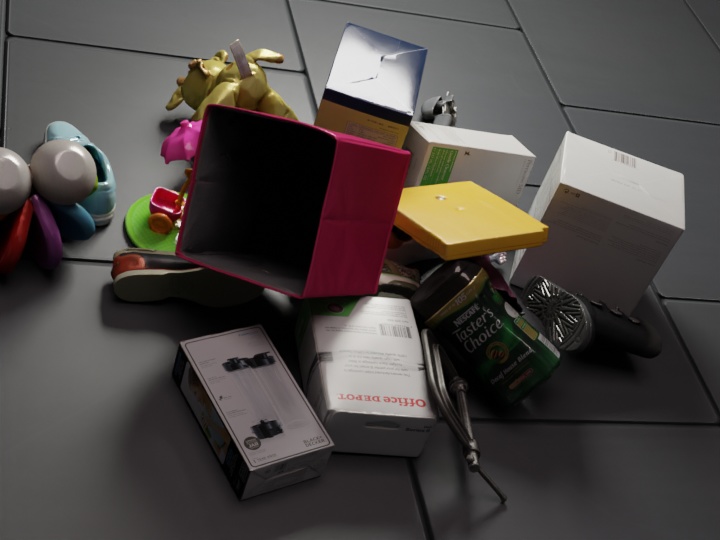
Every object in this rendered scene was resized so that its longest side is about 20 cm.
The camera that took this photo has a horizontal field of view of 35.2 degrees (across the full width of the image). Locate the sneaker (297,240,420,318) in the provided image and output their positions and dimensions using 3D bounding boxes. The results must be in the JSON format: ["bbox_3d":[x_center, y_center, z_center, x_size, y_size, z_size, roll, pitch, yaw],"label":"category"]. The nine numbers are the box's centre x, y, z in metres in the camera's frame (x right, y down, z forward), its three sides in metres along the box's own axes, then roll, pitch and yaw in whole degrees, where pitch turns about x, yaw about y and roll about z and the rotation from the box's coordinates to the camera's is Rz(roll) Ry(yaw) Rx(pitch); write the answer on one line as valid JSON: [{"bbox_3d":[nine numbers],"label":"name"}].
[{"bbox_3d":[0.000,0.000,1.579,0.199,0.077,0.089,24,36,-9],"label":"sneaker"}]

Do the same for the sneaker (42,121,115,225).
[{"bbox_3d":[-0.383,-0.157,1.573,0.074,0.082,0.200,-13,51,-34],"label":"sneaker"}]

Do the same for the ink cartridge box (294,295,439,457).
[{"bbox_3d":[0.003,0.129,1.424,0.145,0.084,0.201,6,42,-17],"label":"ink cartridge box"}]

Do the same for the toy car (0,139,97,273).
[{"bbox_3d":[-0.422,-0.072,1.429,0.199,0.175,0.151,-12,85,-33],"label":"toy car"}]

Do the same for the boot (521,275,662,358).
[{"bbox_3d":[0.337,0.086,1.563,0.199,0.066,0.165,25,19,-29],"label":"boot"}]

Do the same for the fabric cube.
[{"bbox_3d":[-0.081,-0.086,1.422,0.195,0.201,0.199,18,9,27],"label":"fabric cube"}]

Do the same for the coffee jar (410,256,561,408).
[{"bbox_3d":[0.162,0.077,1.487,0.200,0.104,0.085,47,19,0],"label":"coffee jar"}]

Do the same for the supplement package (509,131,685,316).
[{"bbox_3d":[0.351,-0.062,1.689,0.190,0.200,0.147,21,40,-1],"label":"supplement package"}]

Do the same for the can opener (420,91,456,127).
[{"bbox_3d":[0.125,-0.234,1.908,0.067,0.054,0.200,-4,36,21],"label":"can opener"}]

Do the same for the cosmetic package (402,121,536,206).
[{"bbox_3d":[0.157,-0.159,1.757,0.199,0.108,0.085,3,28,-27],"label":"cosmetic package"}]

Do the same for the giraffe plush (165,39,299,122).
[{"bbox_3d":[-0.210,-0.258,1.719,0.172,0.201,0.162,-22,27,-34],"label":"giraffe plush"}]

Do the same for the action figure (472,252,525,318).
[{"bbox_3d":[0.159,-0.002,1.638,0.148,0.134,0.201,-21,54,-5],"label":"action figure"}]

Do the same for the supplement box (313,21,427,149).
[{"bbox_3d":[0.001,-0.227,1.719,0.134,0.200,0.200,18,40,-3],"label":"supplement box"}]

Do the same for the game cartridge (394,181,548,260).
[{"bbox_3d":[0.135,-0.070,1.554,0.176,0.033,0.200,-8,28,-28],"label":"game cartridge"}]

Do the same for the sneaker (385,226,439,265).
[{"bbox_3d":[0.094,-0.064,1.672,0.073,0.085,0.200,39,42,23],"label":"sneaker"}]

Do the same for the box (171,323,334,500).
[{"bbox_3d":[-0.131,0.163,1.349,0.116,0.060,0.200,-12,51,-33],"label":"box"}]

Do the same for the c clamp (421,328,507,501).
[{"bbox_3d":[0.119,0.171,1.425,0.171,0.027,0.200,53,17,-33],"label":"c clamp"}]

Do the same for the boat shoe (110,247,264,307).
[{"bbox_3d":[-0.225,0.004,1.480,0.199,0.071,0.063,1,41,-16],"label":"boat shoe"}]

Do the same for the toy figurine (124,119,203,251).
[{"bbox_3d":[-0.205,-0.113,1.522,0.199,0.185,0.150,19,40,-3],"label":"toy figurine"}]
